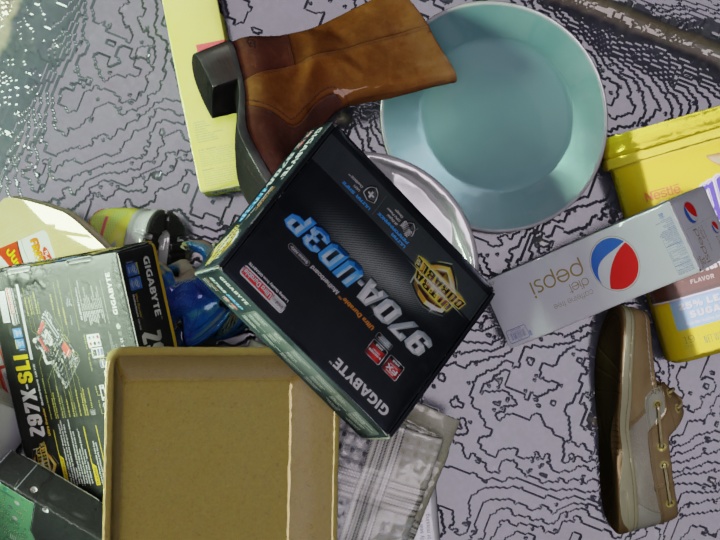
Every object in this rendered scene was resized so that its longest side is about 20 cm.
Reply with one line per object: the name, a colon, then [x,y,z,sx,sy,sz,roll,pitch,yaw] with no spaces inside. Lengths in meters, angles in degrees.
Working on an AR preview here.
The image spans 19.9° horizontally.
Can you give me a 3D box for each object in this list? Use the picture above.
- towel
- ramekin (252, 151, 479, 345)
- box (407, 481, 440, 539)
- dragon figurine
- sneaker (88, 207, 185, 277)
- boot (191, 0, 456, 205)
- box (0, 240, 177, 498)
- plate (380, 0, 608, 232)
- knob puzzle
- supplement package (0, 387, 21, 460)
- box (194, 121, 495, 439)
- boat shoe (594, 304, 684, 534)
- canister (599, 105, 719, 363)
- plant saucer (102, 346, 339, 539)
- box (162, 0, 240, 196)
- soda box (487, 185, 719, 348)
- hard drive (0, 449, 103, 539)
towel: [-0.040,0.174,1.667,0.192,0.035,0.200,21,87,1]
ramekin: [0.000,0.000,1.740,0.202,0.094,0.203,0,91,4]
box: [-0.034,0.224,1.735,0.200,0.105,0.184,-4,87,-1]
dragon figurine: [-0.120,0.027,1.678,0.200,0.059,0.100,-28,79,32]
sneaker: [-0.209,0.037,1.762,0.090,0.078,0.200,17,98,31]
boot: [-0.016,-0.130,1.694,0.200,0.069,0.188,-17,57,-16]
box: [-0.217,0.085,1.669,0.160,0.049,0.200,-9,95,40]
plate: [0.115,-0.132,1.757,0.200,0.026,0.200,4,104,16]
knob puzzle: [-0.257,0.030,1.736,0.219,0.030,0.220,8,104,33]
supplement package: [-0.393,0.159,1.698,0.111,0.156,0.200,36,89,23]
box: [-0.009,0.009,1.612,0.200,0.046,0.159,46,65,-18]
boat shoe: [0.240,0.124,1.753,0.066,0.074,0.200,-5,106,-10]
canister: [0.300,-0.035,1.751,0.148,0.087,0.200,-16,91,0]
plant saucer: [-0.115,0.158,1.602,0.200,0.048,0.200,1,90,-29]
box: [-0.131,-0.166,1.758,0.050,0.075,0.200,-11,88,-1]
soda box: [0.203,-0.001,1.707,0.200,0.068,0.064,-24,89,37]
hard drive: [-0.219,0.243,1.687,0.200,0.140,0.038,28,48,10]
